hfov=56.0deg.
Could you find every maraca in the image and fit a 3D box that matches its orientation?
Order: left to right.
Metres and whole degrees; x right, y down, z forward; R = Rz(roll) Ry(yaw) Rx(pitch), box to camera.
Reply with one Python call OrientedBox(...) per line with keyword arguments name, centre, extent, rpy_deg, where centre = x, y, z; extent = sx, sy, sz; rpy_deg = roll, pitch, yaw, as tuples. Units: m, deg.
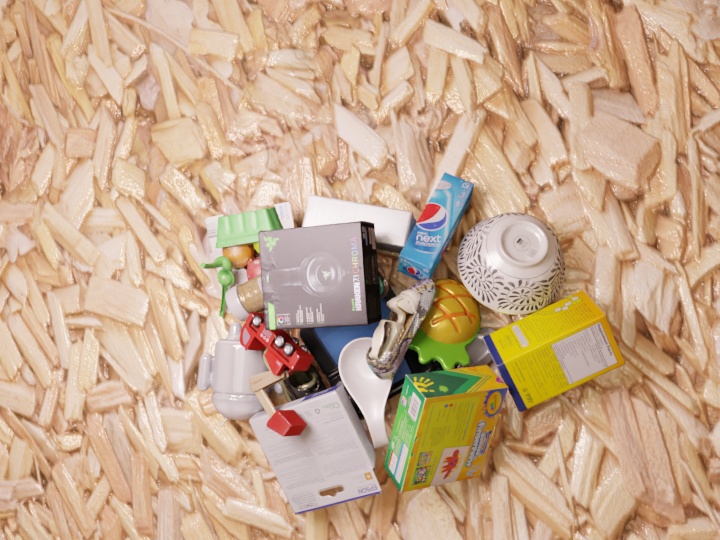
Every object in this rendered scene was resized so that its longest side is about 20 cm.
OrientedBox(name="maraca", centre=(0.149, 0.094, 1.221), extent=(0.137, 0.107, 0.200), rpy_deg=(15, 47, 2))

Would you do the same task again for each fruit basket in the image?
OrientedBox(name="fruit basket", centre=(-0.203, -0.023, 1.345), extent=(0.185, 0.094, 0.200), rpy_deg=(-9, 103, 17))

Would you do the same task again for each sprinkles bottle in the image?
OrientedBox(name="sprinkles bottle", centre=(-0.154, 0.024, 1.273), extent=(0.200, 0.068, 0.068), rpy_deg=(-27, 80, 13))

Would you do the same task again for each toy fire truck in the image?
OrientedBox(name="toy fire truck", centre=(-0.154, 0.181, 1.196), extent=(0.200, 0.049, 0.141), rpy_deg=(36, 101, 32))

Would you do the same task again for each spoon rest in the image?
OrientedBox(name="spoon rest", centre=(0.022, 0.216, 1.190), extent=(0.099, 0.061, 0.200), rpy_deg=(-13, 89, 7))

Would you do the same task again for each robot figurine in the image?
OrientedBox(name="robot figurine", centre=(-0.225, 0.199, 1.301), extent=(0.169, 0.113, 0.200), rpy_deg=(5, 84, -8))

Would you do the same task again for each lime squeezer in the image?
OrientedBox(name="lime squeezer", centre=(-0.265, 0.017, 1.300), extent=(0.038, 0.200, 0.071), rpy_deg=(5, 60, 2))

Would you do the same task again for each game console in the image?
OrientedBox(name="game console", centre=(0.008, 0.148, 1.255), extent=(0.200, 0.118, 0.171), rpy_deg=(-32, 39, 7))

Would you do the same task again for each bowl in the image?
OrientedBox(name="bowl", centre=(0.279, -0.030, 1.208), extent=(0.200, 0.094, 0.201), rpy_deg=(0, 67, -1))

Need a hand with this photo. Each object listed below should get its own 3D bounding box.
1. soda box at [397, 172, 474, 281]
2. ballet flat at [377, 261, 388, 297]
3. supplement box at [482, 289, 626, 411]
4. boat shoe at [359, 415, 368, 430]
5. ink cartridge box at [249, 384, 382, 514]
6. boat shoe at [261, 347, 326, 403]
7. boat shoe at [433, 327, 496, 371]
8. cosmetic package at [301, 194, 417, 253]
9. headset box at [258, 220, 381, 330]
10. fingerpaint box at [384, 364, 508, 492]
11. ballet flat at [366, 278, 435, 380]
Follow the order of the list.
OrientedBox(name="soda box", centre=(0.140, -0.079, 1.249), extent=(0.064, 0.068, 0.200), rpy_deg=(24, 66, 12))
OrientedBox(name="ballet flat", centre=(0.000, 0.000, 1.267), extent=(0.200, 0.067, 0.068), rpy_deg=(23, 117, 45))
OrientedBox(name="supplement box", centre=(0.335, 0.139, 1.185), extent=(0.200, 0.110, 0.109), rpy_deg=(-26, 111, 7))
OrientedBox(name="boat shoe", centre=(-0.059, 0.333, 1.281), extent=(0.200, 0.071, 0.069), rpy_deg=(-28, 82, 16))
OrientedBox(name="ink cartridge box", centre=(-0.077, 0.325, 1.221), extent=(0.199, 0.041, 0.200), rpy_deg=(-22, 95, 24))
OrientedBox(name="boat shoe", centre=(-0.107, 0.213, 1.268), extent=(0.072, 0.066, 0.201), rpy_deg=(-41, 102, -31))
OrientedBox(name="boat shoe", centre=(0.170, 0.171, 1.251), extent=(0.200, 0.069, 0.072), rpy_deg=(-28, 80, 7))
OrientedBox(name="cosmetic package", centre=(0.001, -0.087, 1.295), extent=(0.200, 0.101, 0.071), rpy_deg=(11, 85, 11))
OrientedBox(name="headset box", centre=(-0.075, 0.010, 1.168), extent=(0.200, 0.093, 0.174), rpy_deg=(-4, 89, 17))
OrientedBox(name="fingerpaint box", centre=(0.144, 0.269, 1.163), extent=(0.167, 0.073, 0.200), rpy_deg=(-3, 118, -26))
OrientedBox(name="ballet flat", centre=(0.067, 0.088, 1.160), extent=(0.072, 0.072, 0.200), rpy_deg=(24, 72, 12))
